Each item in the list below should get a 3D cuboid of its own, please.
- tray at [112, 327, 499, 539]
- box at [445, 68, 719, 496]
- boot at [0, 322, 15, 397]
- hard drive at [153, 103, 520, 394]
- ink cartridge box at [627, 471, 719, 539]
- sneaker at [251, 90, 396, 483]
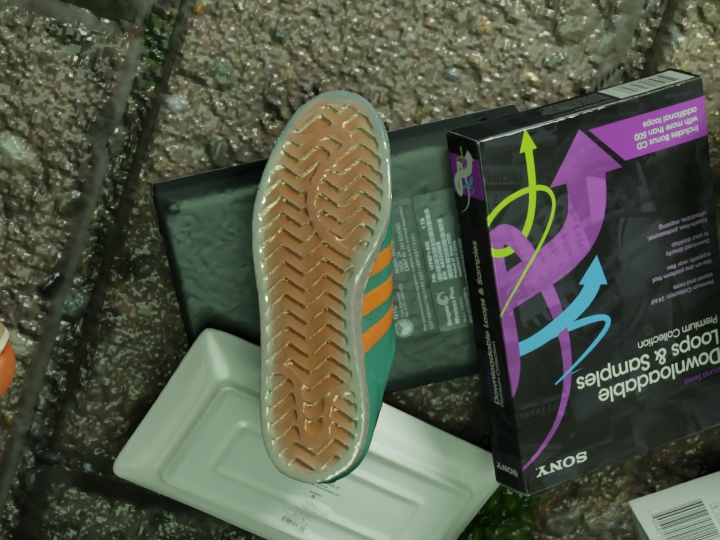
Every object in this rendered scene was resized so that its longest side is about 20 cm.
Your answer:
[{"bbox_3d":[-0.024,0.113,1.201,0.200,0.022,0.107,26,114,-22],"label":"tray"},{"bbox_3d":[0.127,0.006,1.175,0.143,0.036,0.200,-18,111,-24],"label":"box"},{"bbox_3d":[-0.236,0.111,1.182,0.107,0.075,0.200,40,108,-19],"label":"boot"},{"bbox_3d":[0.000,0.000,1.187,0.200,0.033,0.140,-13,109,-2],"label":"hard drive"},{"bbox_3d":[0.262,0.200,1.233,0.175,0.084,0.200,-18,119,0],"label":"ink cartridge box"},{"bbox_3d":[-0.017,0.009,1.141,0.071,0.080,0.200,5,87,9],"label":"sneaker"}]
